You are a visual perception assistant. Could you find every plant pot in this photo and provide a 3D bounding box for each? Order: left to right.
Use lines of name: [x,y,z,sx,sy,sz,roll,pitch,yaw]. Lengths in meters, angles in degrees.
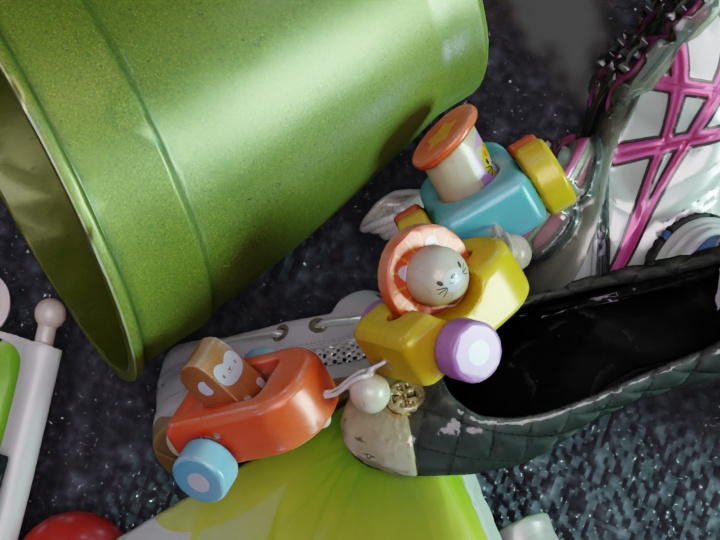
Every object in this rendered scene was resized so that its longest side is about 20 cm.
plant pot: [-0.058,-0.088,0.742,0.192,0.200,0.201,-28,88,-15]

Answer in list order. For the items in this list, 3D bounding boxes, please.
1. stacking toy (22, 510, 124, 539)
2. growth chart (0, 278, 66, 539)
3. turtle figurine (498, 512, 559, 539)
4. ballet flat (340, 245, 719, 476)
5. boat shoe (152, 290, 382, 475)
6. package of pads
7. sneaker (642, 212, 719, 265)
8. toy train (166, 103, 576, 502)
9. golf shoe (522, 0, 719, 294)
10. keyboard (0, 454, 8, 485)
stacking toy: [-0.098,0.200,0.777,0.085,0.085,0.201,-18,81,-3]
growth chart: [-0.229,0.066,0.791,0.198,0.018,0.146,3,84,8]
turtle figurine: [0.085,0.218,0.778,0.144,0.200,0.195,-37,68,19]
ballet flat: [0.084,0.025,0.683,0.199,0.057,0.067,-20,58,5]
boat shoe: [0.007,0.038,0.786,0.198,0.071,0.070,-7,49,0]
package of pads: [-0.006,0.161,0.704,0.154,0.068,0.201,-30,53,11]
sneaker: [0.207,0.049,0.769,0.199,0.077,0.076,28,92,-23]
toy train: [0.000,0.000,0.711,0.056,0.150,0.200,58,42,-23]
golf shoe: [0.137,-0.059,0.799,0.092,0.073,0.200,37,96,-10]
keyboard: [-0.245,0.065,0.774,0.199,0.021,0.128,15,86,8]
